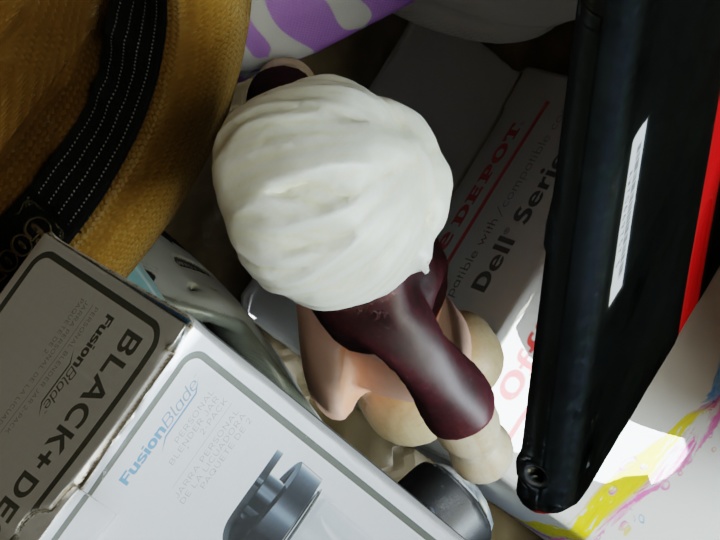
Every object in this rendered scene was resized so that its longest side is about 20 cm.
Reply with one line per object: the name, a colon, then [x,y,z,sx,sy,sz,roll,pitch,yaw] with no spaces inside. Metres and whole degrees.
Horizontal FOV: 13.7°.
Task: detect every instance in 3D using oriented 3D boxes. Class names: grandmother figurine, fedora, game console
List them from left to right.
fedora: [-0.116,-0.043,0.674,0.200,0.082,0.201,-32,148,-23]
grandmother figurine: [0.000,0.000,0.745,0.060,0.200,0.121,-40,75,-2]
game console: [0.082,-0.061,0.746,0.177,0.031,0.201,-54,157,-41]

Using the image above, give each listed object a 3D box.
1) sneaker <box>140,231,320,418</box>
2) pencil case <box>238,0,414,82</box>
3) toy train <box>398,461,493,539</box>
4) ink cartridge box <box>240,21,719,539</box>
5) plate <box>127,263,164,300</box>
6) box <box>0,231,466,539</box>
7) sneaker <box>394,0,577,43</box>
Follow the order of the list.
sneaker: [-0.081,0.005,0.795,0.200,0.088,0.074,33,85,-30]
pencil case: [-0.002,-0.109,0.772,0.199,0.085,0.084,-30,84,11]
toy train: [-0.029,0.144,0.860,0.200,0.087,0.115,-41,126,-18]
ink cartridge box: [0.074,0.021,0.898,0.200,0.067,0.118,36,82,-31]
plate: [-0.134,0.061,0.757,0.199,0.026,0.202,0,99,-1]
box: [-0.034,0.091,0.728,0.117,0.060,0.200,-55,136,-5]
sneaker: [0.091,-0.108,0.854,0.199,0.088,0.076,-4,86,-31]
